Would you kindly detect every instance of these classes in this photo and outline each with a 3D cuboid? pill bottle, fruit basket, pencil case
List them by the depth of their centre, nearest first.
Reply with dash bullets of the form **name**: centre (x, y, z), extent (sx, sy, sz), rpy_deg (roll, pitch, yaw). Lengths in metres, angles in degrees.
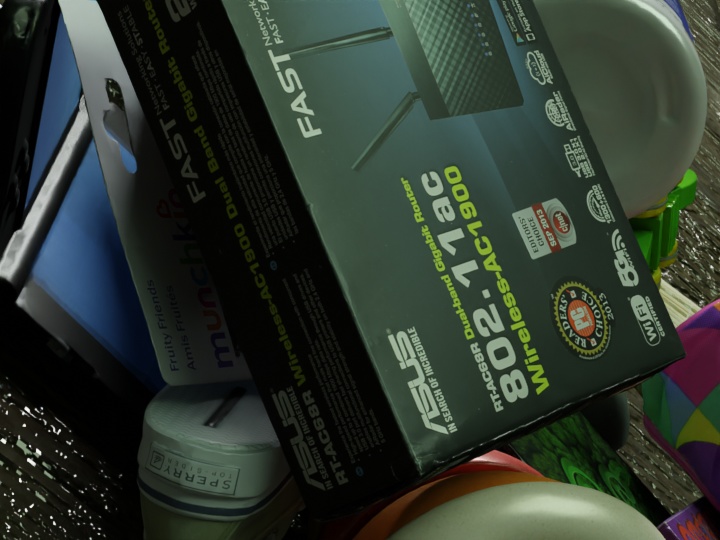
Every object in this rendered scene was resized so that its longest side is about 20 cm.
- **fruit basket**: centre (-0.027, -0.051, 0.725), extent (0.200, 0.094, 0.186), rpy_deg (3, 67, -58)
- **pencil case**: centre (0.201, 0.102, 0.808), extent (0.088, 0.088, 0.200), rpy_deg (15, 33, -52)
- **pill bottle**: centre (0.113, -0.105, 0.975), extent (0.120, 0.120, 0.200), rpy_deg (43, 18, -8)

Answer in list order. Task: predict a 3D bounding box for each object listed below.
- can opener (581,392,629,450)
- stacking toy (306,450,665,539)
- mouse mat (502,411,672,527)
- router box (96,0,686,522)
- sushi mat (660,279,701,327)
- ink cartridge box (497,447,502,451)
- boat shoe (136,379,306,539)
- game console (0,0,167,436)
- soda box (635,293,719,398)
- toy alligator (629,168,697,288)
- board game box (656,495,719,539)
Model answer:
- **can opener**: centre (0.078, 0.022, 0.949), extent (0.200, 0.066, 0.053), rpy_deg (59, 9, -39)
- **stacking toy**: centre (0.027, 0.106, 0.736), extent (0.146, 0.146, 0.200), rpy_deg (34, 11, -28)
- **mouse mat**: centre (0.115, 0.105, 0.832), extent (0.161, 0.008, 0.200), rpy_deg (49, 12, 2)
- **router box**: centre (0.014, -0.032, 0.663), extent (0.150, 0.062, 0.201), rpy_deg (-19, 83, -43)
- **sushi mat**: centre (0.111, -0.003, 1.009), extent (0.200, 0.012, 0.096), rpy_deg (37, 35, -14)
- **ink cartridge box**: centre (0.000, 0.000, 0.865), extent (0.200, 0.044, 0.094), rpy_deg (59, 12, -5)
- **boat shoe**: centre (-0.043, 0.064, 0.711), extent (0.072, 0.062, 0.200), rpy_deg (19, 14, 11)
- **game console**: centre (-0.087, -0.049, 0.780), extent (0.116, 0.176, 0.200), rpy_deg (14, 27, -4)
- **soda box**: centre (0.215, 0.109, 0.887), extent (0.200, 0.064, 0.068), rpy_deg (54, 13, 29)
- **toy alligator**: centre (0.130, -0.016, 0.987), extent (0.054, 0.060, 0.200), rpy_deg (10, 28, 19)
- **board game box**: centre (0.173, 0.153, 0.815), extent (0.120, 0.032, 0.200), rpy_deg (47, 11, 13)
